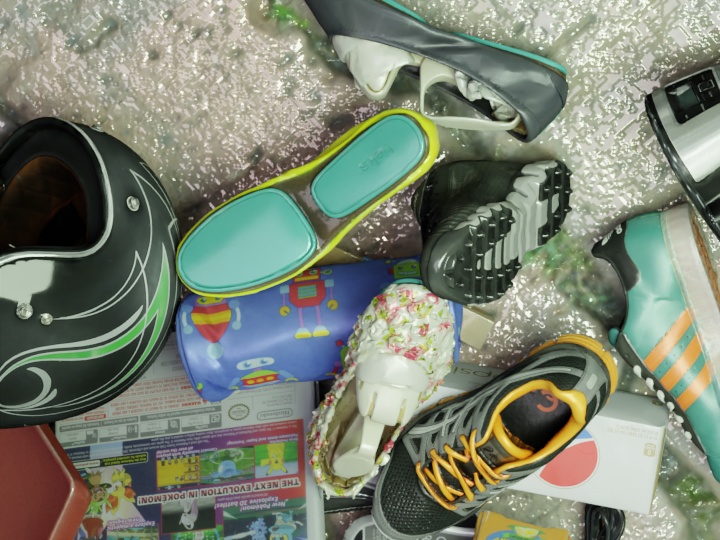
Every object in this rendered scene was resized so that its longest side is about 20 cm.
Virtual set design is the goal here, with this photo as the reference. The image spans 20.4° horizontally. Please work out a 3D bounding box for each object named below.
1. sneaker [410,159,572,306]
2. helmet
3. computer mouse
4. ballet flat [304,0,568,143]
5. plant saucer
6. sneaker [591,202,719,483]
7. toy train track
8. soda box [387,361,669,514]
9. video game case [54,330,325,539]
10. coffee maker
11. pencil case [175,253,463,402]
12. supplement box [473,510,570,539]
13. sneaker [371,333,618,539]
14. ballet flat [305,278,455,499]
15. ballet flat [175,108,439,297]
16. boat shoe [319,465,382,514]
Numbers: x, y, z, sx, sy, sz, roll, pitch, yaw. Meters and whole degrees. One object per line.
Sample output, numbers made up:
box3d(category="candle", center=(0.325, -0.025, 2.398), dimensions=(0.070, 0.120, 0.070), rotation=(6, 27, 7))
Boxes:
box3d(category="sneaker", center=(0.067, -0.028, 1.315), dimensions=(0.090, 0.200, 0.067), rotation=(9, 113, 23))
box3d(category="helmet", center=(-0.214, 0.002, 1.376), dimensions=(0.200, 0.191, 0.200), rotation=(39, 145, 35))
box3d(category="computer mouse", center=(0.088, 0.198, 1.443), dimensions=(0.200, 0.044, 0.110), rotation=(6, 119, 7))
box3d(category="ballet flat", center=(0.040, -0.138, 1.345), dimensions=(0.200, 0.073, 0.073), rotation=(22, 108, 3))
box3d(category="plant saucer", center=(-0.267, 0.182, 1.461), dimensions=(0.037, 0.200, 0.200), rotation=(11, 113, -38))
box3d(category="sneaker", center=(0.216, 0.058, 1.370), dimensions=(0.080, 0.071, 0.200), rotation=(-16, 95, 18))
box3d(category="toy train track", center=(0.000, 0.000, 1.417), dimensions=(0.200, 0.033, 0.115), rotation=(25, 105, -3))
box3d(category="soda box", center=(0.112, 0.112, 1.405), dimensions=(0.200, 0.064, 0.068), rotation=(10, 107, 8))
box3d(category="video game case", center=(-0.124, 0.131, 1.428), dimensions=(0.200, 0.023, 0.183), rotation=(-8, 69, 15))
box3d(category="coffee maker", center=(0.310, -0.083, 1.276), dimensions=(0.200, 0.135, 0.192), rotation=(-33, 97, 18))
box3d(category="pencil case", center=(-0.027, 0.041, 1.371), dimensions=(0.200, 0.078, 0.087), rotation=(-10, 131, 5))
box3d(category="supplement box", center=(0.098, 0.263, 1.411), dimensions=(0.066, 0.069, 0.200), rotation=(13, 129, 8))
box3d(category="sneaker", center=(0.082, 0.117, 1.340), dimensions=(0.200, 0.077, 0.078), rotation=(-41, 95, 19))
box3d(category="ballet flat", center=(0.014, 0.087, 1.315), dimensions=(0.075, 0.064, 0.200), rotation=(14, 141, -7))
box3d(category="ballet flat", center=(-0.031, -0.043, 1.351), dimensions=(0.200, 0.067, 0.067), rotation=(-32, 88, 11))
box3d(category="boat shoe", center=(-0.070, 0.168, 1.442), dimensions=(0.200, 0.070, 0.066), rotation=(1, 69, 13))
